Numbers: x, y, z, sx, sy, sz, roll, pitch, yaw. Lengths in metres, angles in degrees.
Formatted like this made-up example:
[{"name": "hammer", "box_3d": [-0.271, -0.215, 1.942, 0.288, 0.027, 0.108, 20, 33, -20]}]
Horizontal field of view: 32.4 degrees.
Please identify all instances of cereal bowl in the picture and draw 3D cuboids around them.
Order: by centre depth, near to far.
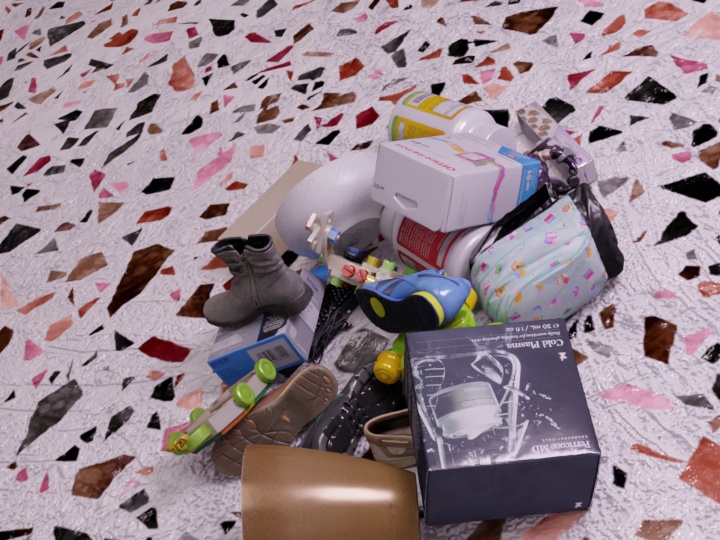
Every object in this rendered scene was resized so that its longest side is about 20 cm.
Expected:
[{"name": "cereal bowl", "box_3d": [-0.023, -0.082, 1.848, 0.199, 0.201, 0.084, -30, 67, -6]}]

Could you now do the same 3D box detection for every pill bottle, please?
[{"name": "pill bottle", "box_3d": [0.117, -0.040, 1.770, 0.112, 0.113, 0.199, -38, 41, -16]}, {"name": "pill bottle", "box_3d": [0.145, -0.207, 1.942, 0.111, 0.112, 0.199, -43, 42, -21]}]

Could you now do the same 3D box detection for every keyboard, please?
[{"name": "keyboard", "box_3d": [-0.062, 0.069, 1.804, 0.103, 0.040, 0.200, 20, 58, 42]}]

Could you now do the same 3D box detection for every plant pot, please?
[{"name": "plant pot", "box_3d": [-0.029, 0.293, 1.451, 0.197, 0.188, 0.188, -4, 41, 2]}]

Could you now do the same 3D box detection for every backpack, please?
[{"name": "backpack", "box_3d": [0.243, -0.006, 1.638, 0.199, 0.167, 0.127, -31, 44, 3]}]

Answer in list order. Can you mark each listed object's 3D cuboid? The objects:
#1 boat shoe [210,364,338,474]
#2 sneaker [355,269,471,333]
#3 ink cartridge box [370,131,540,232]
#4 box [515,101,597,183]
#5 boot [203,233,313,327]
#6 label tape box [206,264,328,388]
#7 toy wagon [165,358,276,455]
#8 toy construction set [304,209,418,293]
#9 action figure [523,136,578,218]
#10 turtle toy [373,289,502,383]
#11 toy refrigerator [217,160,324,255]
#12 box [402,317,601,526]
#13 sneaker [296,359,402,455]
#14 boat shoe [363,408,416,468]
[{"name": "boat shoe", "box_3d": [-0.115, 0.201, 1.672, 0.199, 0.072, 0.068, -39, 7, -4]}, {"name": "sneaker", "box_3d": [0.069, 0.035, 1.600, 0.078, 0.067, 0.199, -36, 18, -27]}, {"name": "ink cartridge box", "box_3d": [0.132, -0.125, 1.718, 0.144, 0.086, 0.199, 27, 28, 37]}, {"name": "box", "box_3d": [0.299, -0.195, 1.902, 0.038, 0.042, 0.201, -27, 38, -3]}, {"name": "boot", "box_3d": [-0.167, 0.006, 1.720, 0.198, 0.131, 0.068, -11, 38, 37]}, {"name": "label tape box", "box_3d": [-0.130, 0.061, 1.799, 0.142, 0.066, 0.201, -22, 36, 28]}, {"name": "toy wagon", "box_3d": [-0.194, 0.197, 1.655, 0.155, 0.040, 0.200, -37, 6, 31]}, {"name": "toy construction set", "box_3d": [0.000, 0.000, 1.746, 0.199, 0.131, 0.093, 39, 101, 17]}, {"name": "action figure", "box_3d": [0.270, -0.114, 1.788, 0.131, 0.069, 0.200, -53, 37, 15]}, {"name": "turtle toy", "box_3d": [0.118, 0.101, 1.606, 0.199, 0.101, 0.146, -16, 31, 46]}, {"name": "toy refrigerator", "box_3d": [-0.128, -0.084, 1.988, 0.075, 0.070, 0.200, 14, 52, 47]}, {"name": "box", "box_3d": [0.159, 0.175, 1.447, 0.197, 0.125, 0.198, -6, 49, -3]}, {"name": "sneaker", "box_3d": [-0.019, 0.186, 1.622, 0.079, 0.076, 0.200, -26, 13, 47]}, {"name": "boat shoe", "box_3d": [0.102, 0.196, 1.553, 0.197, 0.065, 0.072, -17, 40, 11]}]
